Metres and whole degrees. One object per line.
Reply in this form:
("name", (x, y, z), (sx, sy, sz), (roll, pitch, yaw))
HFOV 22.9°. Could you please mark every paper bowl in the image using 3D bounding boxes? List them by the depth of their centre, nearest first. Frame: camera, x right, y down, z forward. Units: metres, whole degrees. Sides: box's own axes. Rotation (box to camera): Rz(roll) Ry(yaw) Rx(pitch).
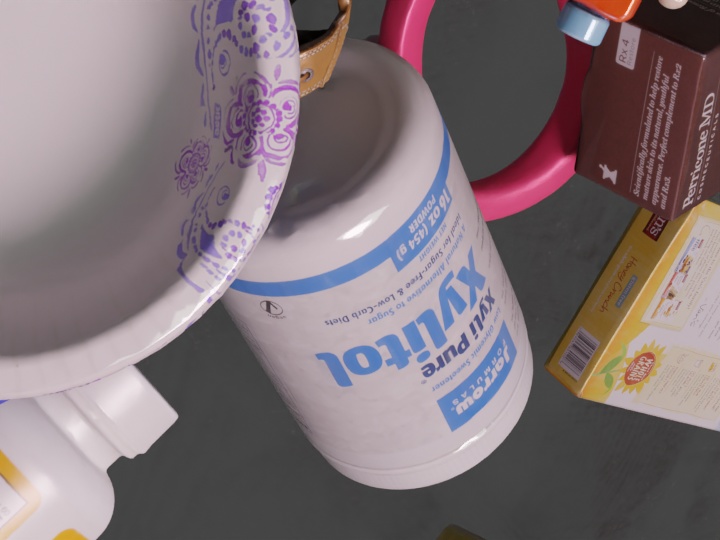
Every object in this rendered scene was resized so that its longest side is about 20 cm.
("paper bowl", (-0.122, -0.061, 0.602), (0.198, 0.104, 0.203), (0, 93, -7))

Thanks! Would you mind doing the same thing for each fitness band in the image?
("fitness band", (0.069, -0.107, 0.909), (0.143, 0.037, 0.201), (-39, 140, -16))

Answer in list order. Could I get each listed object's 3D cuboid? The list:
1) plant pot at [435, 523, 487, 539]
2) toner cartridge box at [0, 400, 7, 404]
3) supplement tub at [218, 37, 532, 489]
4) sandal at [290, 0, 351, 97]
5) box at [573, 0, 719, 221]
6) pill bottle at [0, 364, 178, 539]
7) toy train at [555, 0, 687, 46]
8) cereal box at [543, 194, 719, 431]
("plant pot", (0.072, 0.268, 1.085), (0.200, 0.200, 0.190), (31, 82, -49))
("toner cartridge box", (-0.203, 0.030, 0.684), (0.198, 0.095, 0.043), (-27, 143, -6))
("supplement tub", (0.000, 0.000, 0.851), (0.132, 0.132, 0.201), (-40, 138, -10))
("sandal", (-0.046, -0.086, 0.750), (0.200, 0.055, 0.082), (-42, -178, 18))
("box", (0.207, -0.116, 0.969), (0.199, 0.075, 0.101), (-28, 136, -37))
("pill bottle", (-0.180, 0.102, 0.780), (0.200, 0.113, 0.113), (-43, 139, -7))
("toy train", (0.106, -0.213, 0.794), (0.202, 0.149, 0.056), (-69, 168, 15))
("cereal box", (0.219, 0.027, 1.139), (0.199, 0.039, 0.145), (16, 108, -48))
